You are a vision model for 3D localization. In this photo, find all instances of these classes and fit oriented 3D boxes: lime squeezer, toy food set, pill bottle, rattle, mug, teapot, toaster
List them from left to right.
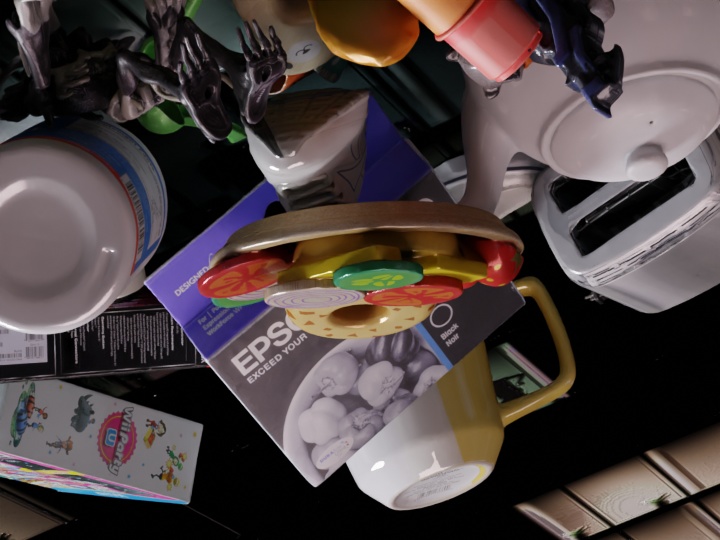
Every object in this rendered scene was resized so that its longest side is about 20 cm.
[{"bbox_3d":[-0.174,-0.033,1.406,0.112,0.113,0.200,-18,-173,5],"label":"pill bottle"},{"bbox_3d":[-0.106,-0.118,1.443,0.070,0.038,0.200,-12,151,-6],"label":"lime squeezer"},{"bbox_3d":[-0.008,-0.124,1.382,0.130,0.143,0.200,-21,152,-32],"label":"rattle"},{"bbox_3d":[0.000,0.000,1.444,0.200,0.049,0.198,-14,165,43],"label":"toy food set"},{"bbox_3d":[0.048,0.082,1.744,0.186,0.154,0.149,-32,156,28],"label":"mug"},{"bbox_3d":[0.162,-0.123,1.453,0.197,0.147,0.200,-2,149,-24],"label":"teapot"},{"bbox_3d":[0.206,-0.049,1.629,0.200,0.114,0.129,-34,154,24],"label":"toaster"}]

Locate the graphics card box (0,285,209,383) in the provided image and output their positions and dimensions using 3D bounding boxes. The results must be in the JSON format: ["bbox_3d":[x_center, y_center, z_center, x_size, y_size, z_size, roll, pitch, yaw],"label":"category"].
[{"bbox_3d":[-0.200,0.040,1.606,0.199,0.051,0.125,-5,-170,-20],"label":"graphics card box"}]

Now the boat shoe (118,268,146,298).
[{"bbox_3d":[-0.242,-0.011,1.547,0.199,0.072,0.060,-4,112,4],"label":"boat shoe"}]

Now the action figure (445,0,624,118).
[{"bbox_3d":[0.139,-0.155,1.326,0.193,0.200,0.105,-32,141,16],"label":"action figure"}]

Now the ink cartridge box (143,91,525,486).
[{"bbox_3d":[-0.012,0.015,1.579,0.198,0.043,0.200,-41,126,-3],"label":"ink cartridge box"}]

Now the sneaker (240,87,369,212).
[{"bbox_3d":[-0.024,-0.066,1.417,0.074,0.088,0.200,-4,-177,9],"label":"sneaker"}]

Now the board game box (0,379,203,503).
[{"bbox_3d":[-0.236,0.118,1.725,0.147,0.065,0.200,0,167,40],"label":"board game box"}]

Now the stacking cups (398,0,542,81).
[{"bbox_3d":[0.015,-0.182,1.252,0.200,0.061,0.060,39,129,-15],"label":"stacking cups"}]

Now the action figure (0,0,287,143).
[{"bbox_3d":[-0.137,-0.129,1.340,0.199,0.102,0.119,11,-153,40],"label":"action figure"}]

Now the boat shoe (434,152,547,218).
[{"bbox_3d":[0.047,-0.022,1.662,0.199,0.070,0.071,-22,152,14],"label":"boat shoe"}]
